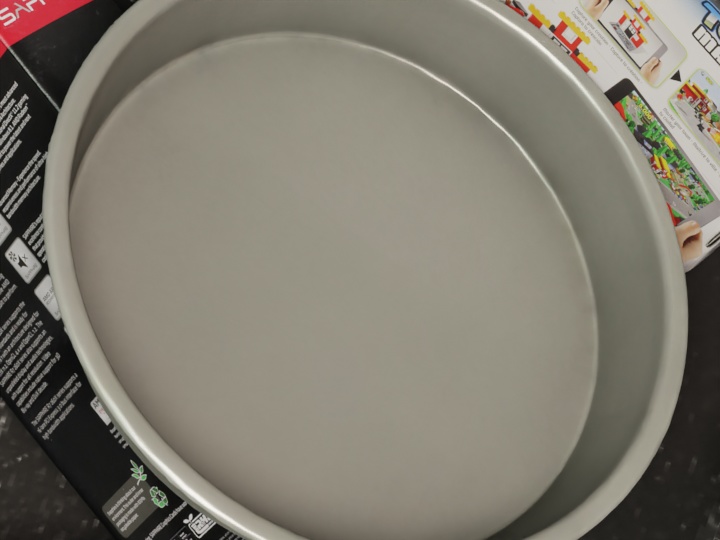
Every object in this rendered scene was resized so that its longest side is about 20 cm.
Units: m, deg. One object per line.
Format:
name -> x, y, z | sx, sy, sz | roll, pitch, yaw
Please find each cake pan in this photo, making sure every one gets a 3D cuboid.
cake pan -> 0.000, 0.000, 0.729 | 0.200, 0.037, 0.201 | 10, 63, -19

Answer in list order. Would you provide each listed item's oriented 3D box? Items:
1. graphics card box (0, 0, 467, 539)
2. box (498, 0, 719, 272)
graphics card box -> -0.070, 0.012, 0.790 | 0.200, 0.051, 0.125 | 51, 138, 6
box -> 0.067, -0.103, 0.766 | 0.035, 0.110, 0.200 | -38, 85, -30
